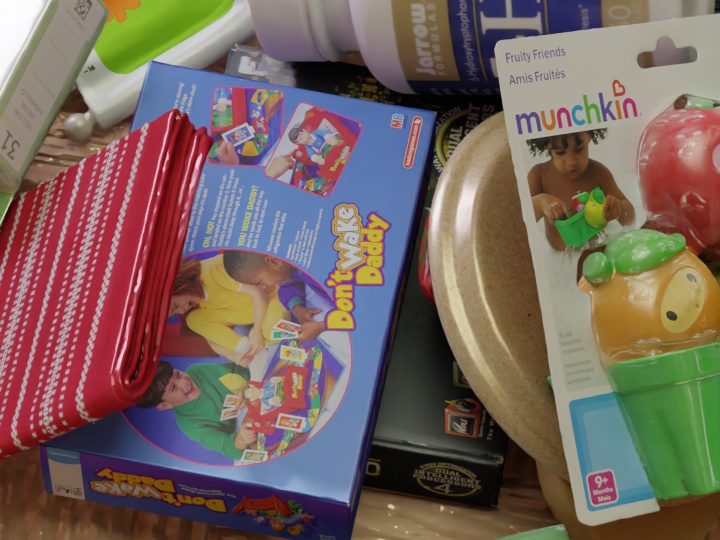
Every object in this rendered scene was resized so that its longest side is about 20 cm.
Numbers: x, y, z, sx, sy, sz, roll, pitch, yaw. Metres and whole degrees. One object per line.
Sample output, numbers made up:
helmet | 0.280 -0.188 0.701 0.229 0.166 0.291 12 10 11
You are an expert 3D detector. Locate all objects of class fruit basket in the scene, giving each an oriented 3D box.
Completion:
fruit basket | 0.147 -0.007 1.236 0.184 0.093 0.201 -9 93 -37

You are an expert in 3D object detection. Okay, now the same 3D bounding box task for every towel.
towel | -0.143 0.023 1.258 0.022 0.199 0.145 33 51 -30

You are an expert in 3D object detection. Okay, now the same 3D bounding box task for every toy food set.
toy food set | 0.111 0.016 1.310 0.200 0.049 0.198 45 50 -7

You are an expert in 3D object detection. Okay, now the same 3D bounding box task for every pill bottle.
pill bottle | 0.055 -0.139 1.336 0.199 0.120 0.120 1 56 15

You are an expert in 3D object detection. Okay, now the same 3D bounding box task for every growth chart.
growth chart | -0.138 -0.165 1.394 0.145 0.018 0.200 -40 95 2

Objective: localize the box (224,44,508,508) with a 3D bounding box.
box | 0.000 0.000 1.348 0.160 0.049 0.201 9 59 5

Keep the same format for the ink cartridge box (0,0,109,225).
ink cartridge box | -0.216 -0.054 1.317 0.145 0.048 0.201 10 63 32

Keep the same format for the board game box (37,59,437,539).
board game box | -0.050 0.012 1.285 0.134 0.045 0.201 11 59 5

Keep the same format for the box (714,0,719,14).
box | 0.214 -0.184 1.446 0.200 0.038 0.136 -41 33 -25

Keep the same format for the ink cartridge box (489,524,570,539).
ink cartridge box | 0.006 0.203 1.198 0.199 0.088 0.146 -11 59 -13
